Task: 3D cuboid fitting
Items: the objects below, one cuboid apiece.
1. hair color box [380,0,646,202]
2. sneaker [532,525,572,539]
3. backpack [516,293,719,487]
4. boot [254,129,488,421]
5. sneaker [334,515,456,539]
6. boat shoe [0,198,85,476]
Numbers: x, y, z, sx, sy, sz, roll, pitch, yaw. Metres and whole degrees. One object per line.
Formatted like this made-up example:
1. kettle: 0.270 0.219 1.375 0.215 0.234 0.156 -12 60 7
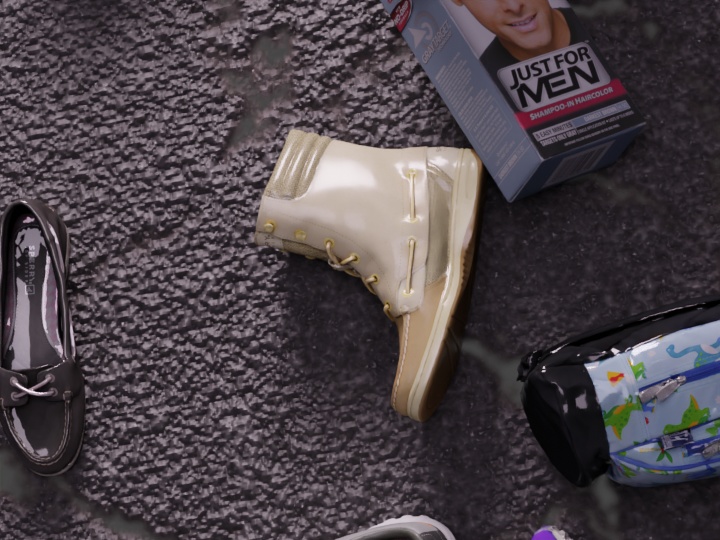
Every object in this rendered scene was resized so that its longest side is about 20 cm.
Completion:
1. hair color box: 0.102 -0.156 1.617 0.099 0.061 0.200 -21 70 -32
2. sneaker: 0.131 0.272 1.522 0.099 0.070 0.200 -20 73 6
3. backpack: 0.221 0.078 1.522 0.200 0.163 0.154 -30 82 -6
4. boot: 0.000 0.000 1.606 0.155 0.073 0.200 8 74 8
5. sneaker: -0.031 0.218 1.557 0.200 0.079 0.074 -26 75 3
6. boat shoe: -0.236 0.045 1.643 0.067 0.057 0.200 -7 75 7
